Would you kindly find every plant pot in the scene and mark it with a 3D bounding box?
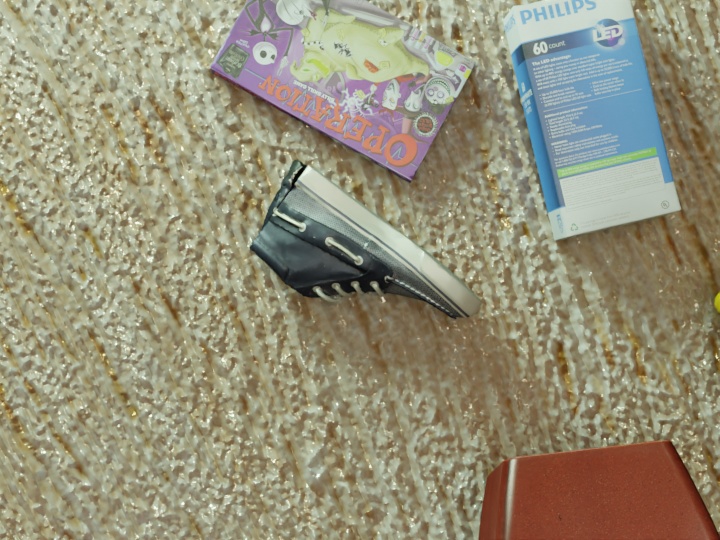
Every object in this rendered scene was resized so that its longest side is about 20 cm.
[{"bbox_3d":[0.185,0.237,1.077,0.199,0.200,0.177,-6,75,-2],"label":"plant pot"}]

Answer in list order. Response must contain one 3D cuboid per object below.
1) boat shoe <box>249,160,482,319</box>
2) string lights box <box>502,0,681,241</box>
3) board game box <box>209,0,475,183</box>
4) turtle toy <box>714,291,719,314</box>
[{"bbox_3d":[0.000,0.000,1.136,0.200,0.075,0.093,37,93,8],"label":"boat shoe"},{"bbox_3d":[0.197,-0.135,1.149,0.102,0.059,0.201,-13,88,-3],"label":"string lights box"},{"bbox_3d":[-0.015,-0.176,1.160,0.200,0.032,0.120,28,91,-1],"label":"board game box"},{"bbox_3d":[0.398,0.052,1.126,0.200,0.101,0.146,-30,65,-5],"label":"turtle toy"}]
